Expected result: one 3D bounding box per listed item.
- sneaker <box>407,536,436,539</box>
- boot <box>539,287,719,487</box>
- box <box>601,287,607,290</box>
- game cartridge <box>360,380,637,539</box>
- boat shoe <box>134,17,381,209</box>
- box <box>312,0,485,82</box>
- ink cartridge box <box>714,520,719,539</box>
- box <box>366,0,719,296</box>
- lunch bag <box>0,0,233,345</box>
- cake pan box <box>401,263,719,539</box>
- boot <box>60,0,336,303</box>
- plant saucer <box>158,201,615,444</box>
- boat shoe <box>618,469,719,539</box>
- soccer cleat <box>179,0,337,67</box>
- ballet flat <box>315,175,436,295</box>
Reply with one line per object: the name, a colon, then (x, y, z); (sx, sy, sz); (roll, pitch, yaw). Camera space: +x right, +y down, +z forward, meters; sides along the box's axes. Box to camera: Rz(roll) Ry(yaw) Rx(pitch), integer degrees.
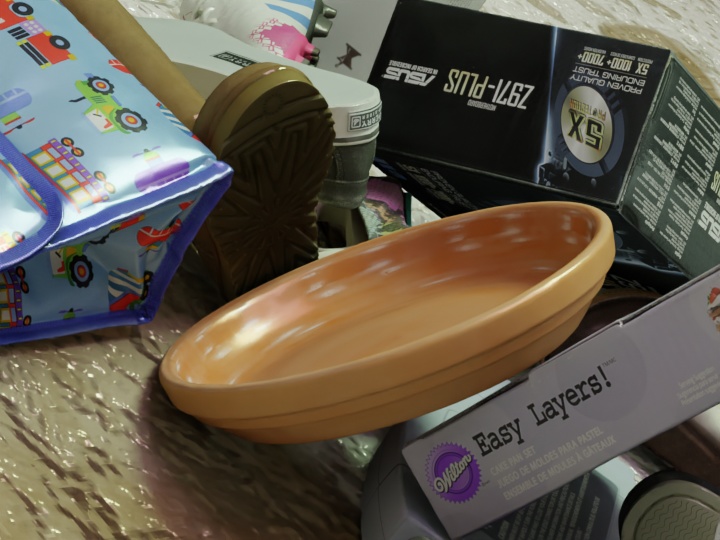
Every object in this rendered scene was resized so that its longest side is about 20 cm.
sneaker: (0.080, 0.179, 0.832); (0.114, 0.076, 0.200); (17, 21, -26)
boot: (0.196, 0.092, 1.201); (0.200, 0.072, 0.166); (23, 20, -41)
box: (0.175, -0.004, 1.401); (0.200, 0.060, 0.117); (10, 33, -49)
game cartridge: (0.067, 0.110, 1.022); (0.133, 0.042, 0.200); (32, 20, 2)
boat shoe: (-0.076, -0.082, 1.163); (0.200, 0.064, 0.071); (23, 28, 37)
box: (-0.003, -0.241, 1.437); (0.199, 0.200, 0.131); (40, 20, 11)
ink cartridge box: (0.150, 0.154, 0.834); (0.047, 0.198, 0.200); (11, 15, 18)
box: (0.114, -0.056, 1.212); (0.163, 0.086, 0.200); (16, -10, 31)
lunch bag: (-0.178, -0.037, 0.914); (0.151, 0.094, 0.200); (44, 34, 18)
cake pan box: (0.136, 0.036, 0.953); (0.184, 0.200, 0.052); (-13, 74, -58)
boot: (-0.099, -0.086, 1.053); (0.066, 0.175, 0.200); (-29, 62, -24)
plant saucer: (0.014, 0.024, 0.957); (0.200, 0.200, 0.038); (-60, 132, -69)
boat shoe: (0.177, 0.154, 1.023); (0.200, 0.072, 0.068); (44, 11, -27)
soccer cleat: (-0.068, -0.122, 1.288); (0.086, 0.070, 0.200); (19, 19, -2)
ballet flat: (0.000, 0.000, 1.126); (0.071, 0.069, 0.200); (7, 21, -10)
